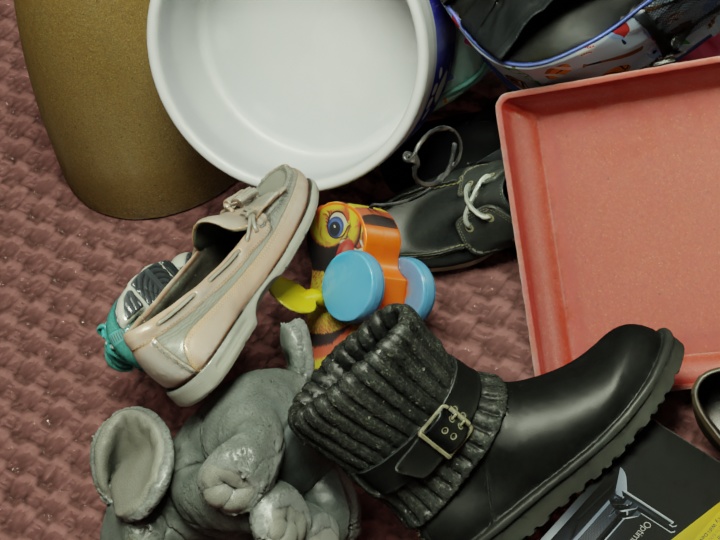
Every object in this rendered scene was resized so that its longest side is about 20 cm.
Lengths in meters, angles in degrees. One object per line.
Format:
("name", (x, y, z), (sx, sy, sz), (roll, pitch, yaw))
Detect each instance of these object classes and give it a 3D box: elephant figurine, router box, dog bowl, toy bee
("elephant figurine", (-0.111, 0.147, 1.200), (0.199, 0.142, 0.155), (-20, 15, 31))
("router box", (0.166, 0.202, 1.088), (0.200, 0.052, 0.157), (-45, 52, -16))
("dog bowl", (-0.039, -0.158, 1.292), (0.199, 0.201, 0.079), (-2, 16, 20))
("toy bee", (0.000, 0.000, 1.267), (0.109, 0.131, 0.200), (23, 80, 44))

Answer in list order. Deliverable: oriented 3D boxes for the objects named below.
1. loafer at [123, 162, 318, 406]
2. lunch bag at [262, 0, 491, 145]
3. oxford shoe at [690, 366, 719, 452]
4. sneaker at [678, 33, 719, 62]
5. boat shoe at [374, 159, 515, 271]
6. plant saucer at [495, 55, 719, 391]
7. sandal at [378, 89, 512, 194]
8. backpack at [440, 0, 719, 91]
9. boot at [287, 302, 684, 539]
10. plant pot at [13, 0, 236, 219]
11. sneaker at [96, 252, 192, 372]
("loafer", (-0.085, -0.006, 1.202), (0.072, 0.063, 0.200), (-30, 26, 43))
("lunch bag", (-0.006, -0.174, 1.361), (0.200, 0.161, 0.077), (-26, 8, 24))
("oxford shoe", (0.269, 0.117, 1.085), (0.200, 0.084, 0.073), (28, 88, 31))
("sneaker", (0.271, -0.197, 1.316), (0.200, 0.079, 0.095), (-32, 5, 28))
("boat shoe", (0.092, -0.049, 1.300), (0.199, 0.068, 0.072), (-12, 72, 14))
("plant saucer", (0.195, -0.026, 1.193), (0.199, 0.037, 0.201), (-7, 92, 27))
("sandal", (0.108, -0.098, 1.355), (0.199, 0.043, 0.076), (-15, 50, 10))
("backpack", (0.146, -0.203, 1.238), (0.190, 0.154, 0.200), (-32, 57, 4))
("boot", (0.077, 0.069, 1.143), (0.211, 0.158, 0.079), (-43, 8, -5))
("plant pot", (-0.178, -0.174, 1.425), (0.186, 0.200, 0.187), (-11, 49, 13))
("sneaker", (-0.136, 0.043, 1.273), (0.080, 0.200, 0.078), (-33, 90, 6))
